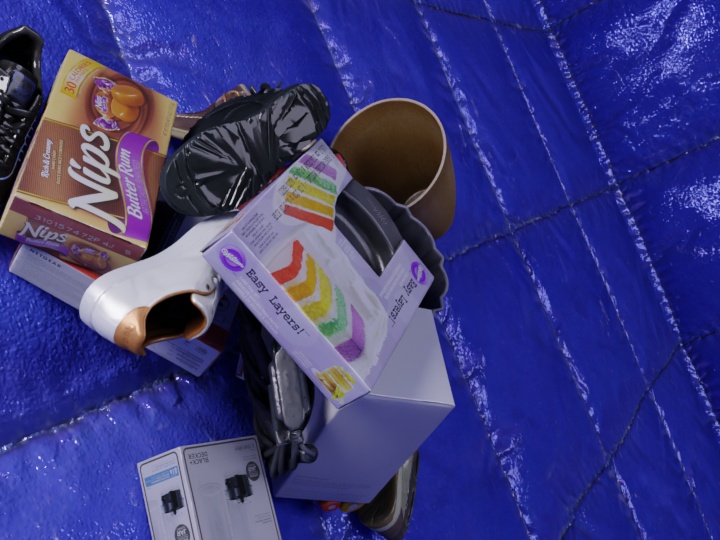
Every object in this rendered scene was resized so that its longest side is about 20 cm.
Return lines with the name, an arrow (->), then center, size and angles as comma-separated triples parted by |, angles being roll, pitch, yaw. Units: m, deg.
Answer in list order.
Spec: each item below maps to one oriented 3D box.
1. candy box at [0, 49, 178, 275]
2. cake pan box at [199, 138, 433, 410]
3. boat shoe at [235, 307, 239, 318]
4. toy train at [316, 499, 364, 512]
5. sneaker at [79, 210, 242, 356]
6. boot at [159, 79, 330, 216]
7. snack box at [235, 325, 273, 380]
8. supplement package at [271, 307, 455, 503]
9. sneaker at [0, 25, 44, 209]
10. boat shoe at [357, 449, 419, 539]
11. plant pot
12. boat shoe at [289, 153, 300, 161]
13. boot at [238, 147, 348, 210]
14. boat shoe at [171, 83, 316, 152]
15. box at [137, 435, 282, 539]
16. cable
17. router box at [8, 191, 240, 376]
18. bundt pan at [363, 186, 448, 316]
candy box -> -0.240, -0.098, 0.811 | 0.115, 0.057, 0.202 | 24, 42, -24
cake pan box -> -0.028, -0.004, 0.823 | 0.185, 0.052, 0.200 | 52, 36, -11
boat shoe -> -0.144, 0.015, 0.978 | 0.075, 0.062, 0.200 | 43, 36, -1
toy train -> -0.028, 0.200, 1.057 | 0.150, 0.056, 0.200 | 39, 41, 6
sneaker -> -0.138, 0.016, 0.777 | 0.084, 0.074, 0.199 | 33, 44, 24
boot -> -0.134, -0.118, 0.870 | 0.198, 0.161, 0.074 | -40, 114, -26
snack box -> -0.045, 0.099, 1.029 | 0.198, 0.024, 0.073 | 13, 90, -34
supplement package -> -0.008, 0.138, 0.932 | 0.118, 0.201, 0.123 | 11, 46, -24
sneaker -> -0.319, -0.128, 0.778 | 0.070, 0.077, 0.203 | 30, 45, -46
boat shoe -> 0.039, 0.243, 1.121 | 0.066, 0.071, 0.203 | 58, 28, -35
plant pot -> 0.071, -0.124, 1.343 | 0.200, 0.184, 0.189 | 43, 34, -57
boat shoe -> -0.099, -0.193, 1.188 | 0.200, 0.071, 0.077 | -57, 161, -77
boot -> -0.095, -0.095, 1.056 | 0.200, 0.143, 0.073 | -38, 108, -58
boat shoe -> -0.143, -0.178, 1.035 | 0.197, 0.072, 0.073 | 2, 101, -21
box -> -0.128, 0.264, 0.831 | 0.116, 0.060, 0.203 | 5, 65, -58
cable -> -0.084, 0.100, 0.893 | 0.050, 0.163, 0.203 | -7, 73, -19
router box -> -0.204, -0.023, 0.861 | 0.198, 0.049, 0.181 | 32, 41, -17
bundt pan -> 0.000, 0.000, 1.033 | 0.199, 0.076, 0.204 | 18, 49, -22
